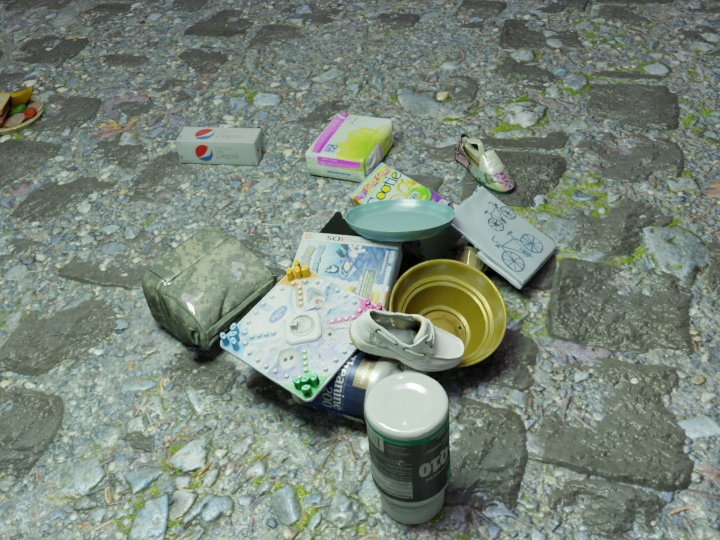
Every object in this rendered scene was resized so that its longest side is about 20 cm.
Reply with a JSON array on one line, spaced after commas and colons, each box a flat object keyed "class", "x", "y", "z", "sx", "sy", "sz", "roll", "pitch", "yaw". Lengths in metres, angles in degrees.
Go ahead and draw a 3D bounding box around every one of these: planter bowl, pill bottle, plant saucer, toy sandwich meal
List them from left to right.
[{"class": "toy sandwich meal", "x": -0.944, "y": -0.430, "z": 2.191, "sx": 0.201, "sy": 0.071, "sz": 0.207, "roll": -3, "pitch": 39, "yaw": 3}, {"class": "pill bottle", "x": -0.002, "y": 0.179, "z": 1.300, "sx": 0.197, "sy": 0.112, "sz": 0.111, "roll": 12, "pitch": 42, "yaw": 21}, {"class": "plant saucer", "x": 0.070, "y": -0.088, "z": 1.474, "sx": 0.196, "sy": 0.028, "sz": 0.201, "roll": -2, "pitch": 20, "yaw": 1}, {"class": "pill bottle", "x": 0.067, "y": 0.248, "z": 1.136, "sx": 0.111, "sy": 0.202, "sz": 0.114, "roll": -3, "pitch": 39, "yaw": 3}, {"class": "planter bowl", "x": 0.141, "y": 0.089, "z": 1.395, "sx": 0.197, "sy": 0.084, "sz": 0.203, "roll": 2, "pitch": 58, "yaw": -4}]

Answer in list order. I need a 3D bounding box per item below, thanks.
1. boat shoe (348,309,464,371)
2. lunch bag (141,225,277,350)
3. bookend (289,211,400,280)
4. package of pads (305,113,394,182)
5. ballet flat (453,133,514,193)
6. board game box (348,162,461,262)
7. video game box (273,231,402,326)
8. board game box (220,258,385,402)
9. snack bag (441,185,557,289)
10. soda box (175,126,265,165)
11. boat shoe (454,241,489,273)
[{"class": "boat shoe", "x": 0.083, "y": 0.102, "z": 1.261, "sx": 0.197, "sy": 0.069, "sz": 0.072, "roll": 12, "pitch": 49, "yaw": -26}, {"class": "lunch bag", "x": -0.268, "y": 0.039, "z": 1.482, "sx": 0.166, "sy": 0.141, "sz": 0.199, "roll": 25, "pitch": 49, "yaw": 33}, {"class": "bookend", "x": 0.000, "y": 0.000, "z": 1.535, "sx": 0.196, "sy": 0.093, "sz": 0.201, "roll": 14, "pitch": 42, "yaw": 20}, {"class": "package of pads", "x": -0.017, "y": -0.286, "z": 1.905, "sx": 0.152, "sy": 0.069, "sz": 0.201, "roll": 10, "pitch": 42, "yaw": 19}, {"class": "ballet flat", "x": 0.267, "y": -0.242, "z": 1.814, "sx": 0.068, "sy": 0.072, "sz": 0.200, "roll": -19, "pitch": 41, "yaw": -18}, {"class": "board game box", "x": 0.088, "y": -0.109, "z": 1.628, "sx": 0.103, "sy": 0.105, "sz": 0.199, "roll": -45, "pitch": 50, "yaw": -13}, {"class": "video game box", "x": -0.034, "y": 0.025, "z": 1.401, "sx": 0.179, "sy": 0.047, "sz": 0.202, "roll": 3, "pitch": 50, "yaw": 14}, {"class": "board game box", "x": -0.093, "y": 0.086, "z": 1.309, "sx": 0.198, "sy": 0.026, "sz": 0.200, "roll": 26, "pitch": 58, "yaw": 31}, {"class": "snack bag", "x": 0.260, "y": -0.067, "z": 1.554, "sx": 0.199, "sy": 0.022, "sz": 0.188, "roll": 40, "pitch": 40, "yaw": 11}, {"class": "soda box", "x": -0.331, "y": -0.295, "z": 1.958, "sx": 0.196, "sy": 0.064, "sz": 0.069, "roll": 3, "pitch": 39, "yaw": 11}, {"class": "boat shoe", "x": 0.200, "y": -0.013, "z": 1.537, "sx": 0.071, "sy": 0.077, "sz": 0.201, "roll": 12, "pitch": 42, "yaw": 20}]
